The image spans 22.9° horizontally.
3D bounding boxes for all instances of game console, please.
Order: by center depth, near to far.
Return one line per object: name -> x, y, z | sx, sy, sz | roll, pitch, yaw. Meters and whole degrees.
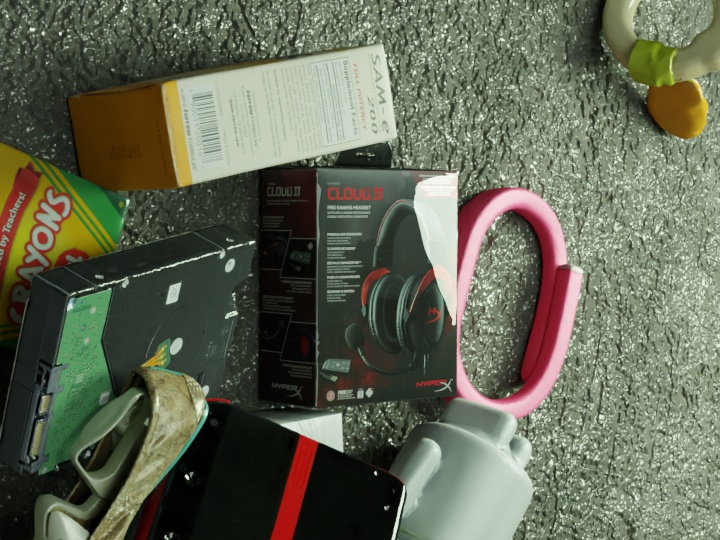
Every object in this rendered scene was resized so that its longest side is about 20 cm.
game console -> -0.065, 0.194, 1.206 | 0.176, 0.031, 0.201 | 25, 51, -12

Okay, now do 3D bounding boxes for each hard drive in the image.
hard drive -> -0.157, 0.051, 1.214 | 0.199, 0.038, 0.141 | -21, 131, -55

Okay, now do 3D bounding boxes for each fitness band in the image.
fitness band -> 0.123, 0.029, 1.515 | 0.143, 0.037, 0.202 | 23, 76, -38

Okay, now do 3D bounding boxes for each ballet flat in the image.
ballet flat -> -0.177, 0.148, 1.175 | 0.065, 0.070, 0.201 | 38, 76, -35

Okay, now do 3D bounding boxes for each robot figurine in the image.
robot figurine -> 0.064, 0.203, 1.420 | 0.201, 0.112, 0.170 | -59, 139, -22

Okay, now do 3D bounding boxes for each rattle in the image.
rattle -> 0.293, -0.247, 1.631 | 0.142, 0.130, 0.202 | 27, 48, -49

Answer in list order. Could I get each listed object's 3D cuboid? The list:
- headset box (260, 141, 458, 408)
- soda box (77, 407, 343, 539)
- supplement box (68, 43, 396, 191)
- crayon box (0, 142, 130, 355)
headset box -> 0.000, 0.000, 1.383 | 0.148, 0.075, 0.202 | 0, 92, -40
soda box -> -0.107, 0.145, 1.303 | 0.199, 0.068, 0.064 | -6, 95, -39
supplement box -> -0.090, -0.110, 1.271 | 0.199, 0.125, 0.074 | -16, 100, -39
crayon box -> -0.259, -0.022, 1.179 | 0.199, 0.051, 0.128 | 24, 77, -38
